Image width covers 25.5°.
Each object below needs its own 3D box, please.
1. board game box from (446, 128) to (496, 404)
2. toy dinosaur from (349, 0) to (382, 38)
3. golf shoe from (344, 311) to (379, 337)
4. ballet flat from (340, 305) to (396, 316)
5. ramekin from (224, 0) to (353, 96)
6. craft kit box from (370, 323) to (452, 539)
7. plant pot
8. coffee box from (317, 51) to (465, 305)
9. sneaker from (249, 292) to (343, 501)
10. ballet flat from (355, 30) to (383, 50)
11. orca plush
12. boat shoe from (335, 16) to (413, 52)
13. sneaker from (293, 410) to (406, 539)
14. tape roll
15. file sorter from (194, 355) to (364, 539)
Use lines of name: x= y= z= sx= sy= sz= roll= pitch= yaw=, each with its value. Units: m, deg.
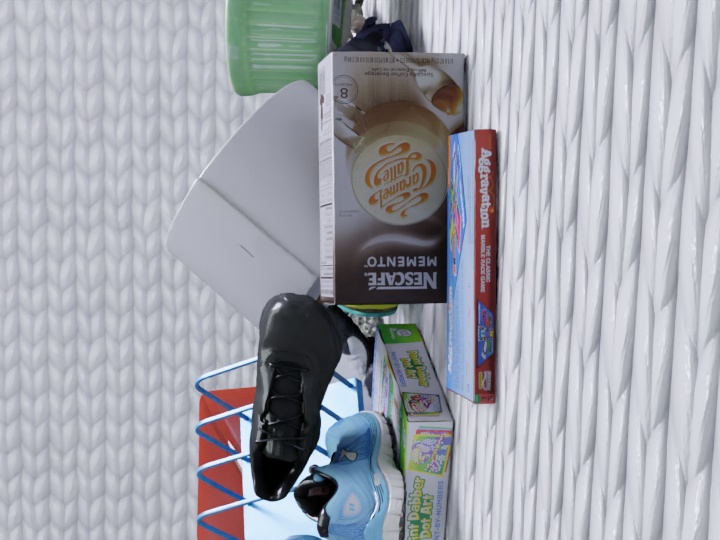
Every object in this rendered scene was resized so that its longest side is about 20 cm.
board game box: x=0.084 y=-0.004 z=1.214 sx=0.103 sy=0.019 sz=0.202 roll=-166 pitch=76 yaw=-80
toy dinosaur: x=-0.023 y=-0.268 z=1.786 sx=0.200 sy=0.076 sz=0.103 roll=158 pitch=119 yaw=-78
golf shoe: x=-0.011 y=0.074 z=1.752 sx=0.098 sy=0.078 sz=0.201 roll=91 pitch=-176 yaw=-55
ballet flat: x=0.000 y=0.000 z=1.604 sx=0.200 sy=0.066 sz=0.068 roll=-129 pitch=38 yaw=-81
ramekin: x=-0.065 y=-0.267 z=1.558 sx=0.200 sy=0.097 sz=0.202 roll=6 pitch=-90 yaw=-84
craft kit box: x=0.041 y=0.179 z=1.451 sx=0.198 sy=0.048 sz=0.202 roll=-102 pitch=14 yaw=-66
plant pot: x=-0.061 y=0.251 z=1.702 sx=0.176 sy=0.198 sz=0.202 roll=-122 pitch=31 yaw=-58
coffee box: x=0.026 y=-0.073 z=1.299 sx=0.080 sy=0.113 sz=0.202 roll=179 pitch=90 yaw=-80
sneaker: x=-0.059 y=0.112 z=1.356 sx=0.091 sy=0.075 sz=0.201 roll=-76 pitch=-8 yaw=-56
ballet flat: x=0.014 y=-0.144 z=1.593 sx=0.067 sy=0.066 sz=0.202 roll=-34 pitch=-52 yaw=-65
orca plush: x=-0.017 y=0.086 z=1.655 sx=0.200 sy=0.071 sz=0.105 roll=51 pitch=129 yaw=4
boat shoe: x=0.026 y=-0.146 z=1.517 sx=0.093 sy=0.074 sz=0.201 roll=-55 pitch=-32 yaw=-37
sneaker: x=-0.015 y=0.177 z=1.384 sx=0.200 sy=0.089 sz=0.079 roll=-116 pitch=27 yaw=-73
tape roll: x=-0.060 y=-0.051 z=1.438 sx=0.203 sy=0.139 sz=0.203 roll=-50 pitch=-6 yaw=-7
file sorter: x=-0.080 y=0.194 z=1.517 sx=0.123 sy=0.138 sz=0.201 roll=38 pitch=-140 yaw=-51
